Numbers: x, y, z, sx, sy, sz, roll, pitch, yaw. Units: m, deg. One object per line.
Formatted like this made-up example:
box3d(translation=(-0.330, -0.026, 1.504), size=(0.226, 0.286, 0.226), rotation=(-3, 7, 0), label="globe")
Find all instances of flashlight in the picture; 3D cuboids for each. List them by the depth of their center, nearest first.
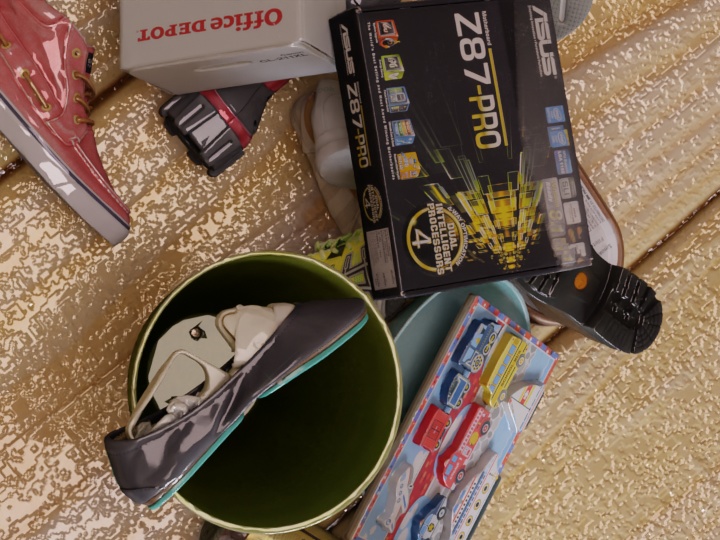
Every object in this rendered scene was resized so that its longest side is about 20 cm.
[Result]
box3d(translation=(-0.055, -0.156, 1.648), size=(0.200, 0.068, 0.068), rotation=(-41, 68, -8), label="flashlight")

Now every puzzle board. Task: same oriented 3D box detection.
box3d(translation=(0.075, 0.131, 1.669), size=(0.151, 0.017, 0.201), rotation=(34, 83, -54), label="puzzle board")

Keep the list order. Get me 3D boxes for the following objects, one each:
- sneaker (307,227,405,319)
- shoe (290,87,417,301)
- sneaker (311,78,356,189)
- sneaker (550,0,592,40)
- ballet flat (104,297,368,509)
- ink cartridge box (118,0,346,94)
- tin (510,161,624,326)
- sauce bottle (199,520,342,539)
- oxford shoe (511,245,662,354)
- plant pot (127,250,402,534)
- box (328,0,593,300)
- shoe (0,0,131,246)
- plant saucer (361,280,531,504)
box3d(translation=(0.000, 0.000, 1.627), size=(0.076, 0.075, 0.200), rotation=(38, 115, -1), label="sneaker")
box3d(translation=(0.013, -0.053, 1.687), size=(0.070, 0.053, 0.201), rotation=(-42, 107, -33), label="shoe")
box3d(translation=(0.056, -0.100, 1.650), size=(0.199, 0.075, 0.089), rotation=(12, 53, -29), label="sneaker")
box3d(translation=(0.081, -0.177, 1.695), size=(0.199, 0.080, 0.071), rotation=(-27, 114, 5), label="sneaker")
box3d(translation=(-0.085, 0.067, 1.438), size=(0.200, 0.073, 0.073), rotation=(-41, 101, -10), label="ballet flat")
box3d(translation=(-0.091, -0.235, 1.577), size=(0.145, 0.083, 0.201), rotation=(-6, 78, 22), label="ink cartridge box")
box3d(translation=(0.125, -0.048, 1.724), size=(0.112, 0.042, 0.200), rotation=(-36, 101, -9), label="tin")
box3d(translation=(-0.025, 0.231, 1.667), size=(0.200, 0.065, 0.065), rotation=(34, 81, -14), label="sauce bottle")
box3d(translation=(0.132, -0.007, 1.658), size=(0.200, 0.084, 0.073), rotation=(45, 73, -29), label="oxford shoe")
box3d(translation=(-0.088, 0.080, 1.575), size=(0.186, 0.200, 0.188), rotation=(0, 90, -16), label="plant pot")
box3d(translation=(0.070, -0.088, 1.556), size=(0.160, 0.049, 0.201), rotation=(-8, 89, -30), label="box")
box3d(translation=(-0.213, -0.117, 1.601), size=(0.091, 0.071, 0.200), rotation=(-42, 97, -6), label="shoe")
box3d(translation=(0.052, 0.090, 1.661), size=(0.200, 0.036, 0.201), rotation=(-30, 131, -40), label="plant saucer")
